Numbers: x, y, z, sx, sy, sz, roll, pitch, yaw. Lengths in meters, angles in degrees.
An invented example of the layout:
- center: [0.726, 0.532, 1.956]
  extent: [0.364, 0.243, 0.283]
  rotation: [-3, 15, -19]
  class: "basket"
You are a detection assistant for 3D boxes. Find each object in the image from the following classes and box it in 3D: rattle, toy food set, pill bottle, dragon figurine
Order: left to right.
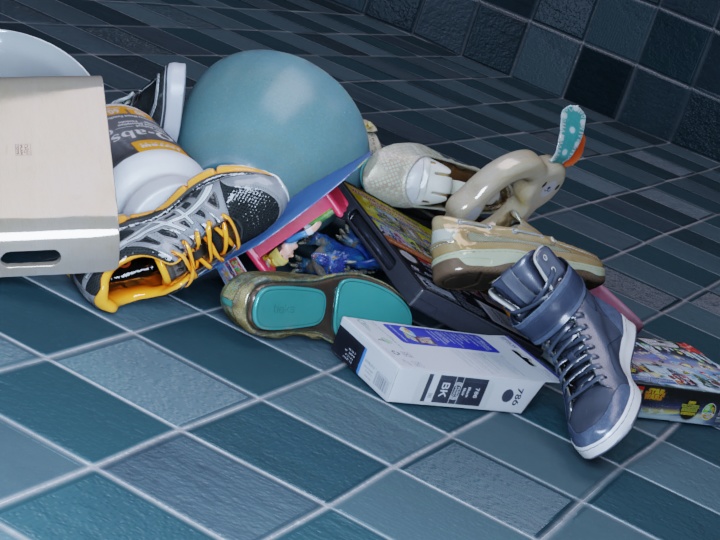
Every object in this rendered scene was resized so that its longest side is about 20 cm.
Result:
- center: [-0.280, -0.081, 1.432]
  extent: [0.143, 0.061, 0.201]
  rotation: [-2, 55, -14]
  class: "toy food set"
- center: [-0.201, -0.070, 1.576]
  extent: [0.116, 0.117, 0.200]
  rotation: [11, 17, -31]
  class: "pill bottle"
- center: [0.000, 0.000, 1.696]
  extent: [0.099, 0.059, 0.199]
  rotation: [32, 16, 35]
  class: "dragon figurine"
- center: [0.188, -0.060, 1.713]
  extent: [0.199, 0.131, 0.143]
  rotation: [-28, 45, -23]
  class: "rattle"

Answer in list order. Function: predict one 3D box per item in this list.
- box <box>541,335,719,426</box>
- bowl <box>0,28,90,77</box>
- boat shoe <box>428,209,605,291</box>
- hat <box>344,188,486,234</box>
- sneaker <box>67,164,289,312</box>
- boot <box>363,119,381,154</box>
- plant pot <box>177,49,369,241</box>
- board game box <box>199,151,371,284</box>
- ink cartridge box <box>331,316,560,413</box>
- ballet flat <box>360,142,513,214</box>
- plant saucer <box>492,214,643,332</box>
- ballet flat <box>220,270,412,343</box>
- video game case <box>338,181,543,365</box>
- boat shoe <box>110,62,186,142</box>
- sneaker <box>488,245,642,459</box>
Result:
- center: [0.298, 0.107, 1.741]
  extent: [0.199, 0.040, 0.137]
  rotation: [9, 17, -36]
  class: "box"
- center: [-0.331, -0.115, 1.540]
  extent: [0.200, 0.091, 0.202]
  rotation: [7, 53, -10]
  class: "bowl"
- center: [0.150, -0.021, 1.620]
  extent: [0.199, 0.077, 0.072]
  rotation: [7, -25, -38]
  class: "boat shoe"
- center: [0.036, -0.045, 1.871]
  extent: [0.199, 0.081, 0.201]
  rotation: [17, 6, -2]
  class: "hat"
- center: [-0.149, -0.021, 1.445]
  extent: [0.199, 0.079, 0.077]
  rotation: [-25, 40, -5]
  class: "sneaker"
- center: [-0.034, -0.144, 1.894]
  extent: [0.155, 0.073, 0.200]
  rotation: [7, -2, -35]
  class: "boot"
- center: [-0.105, -0.100, 1.709]
  extent: [0.199, 0.201, 0.135]
  rotation: [21, 36, 5]
  class: "plant pot"
- center: [-0.059, -0.035, 1.548]
  extent: [0.158, 0.200, 0.039]
  rotation: [-41, 99, -33]
  class: "board game box"
- center: [0.080, 0.086, 1.537]
  extent: [0.199, 0.039, 0.099]
  rotation: [7, 20, -36]
  class: "ink cartridge box"
- center: [0.084, -0.092, 1.756]
  extent: [0.062, 0.068, 0.199]
  rotation: [13, 6, 41]
  class: "ballet flat"
- center: [0.211, 0.013, 1.841]
  extent: [0.200, 0.051, 0.201]
  rotation: [40, 1, -1]
  class: "plant saucer"
- center: [-0.041, 0.031, 1.536]
  extent: [0.199, 0.071, 0.071]
  rotation: [6, 20, -42]
  class: "ballet flat"
- center: [0.072, 0.003, 1.675]
  extent: [0.200, 0.026, 0.181]
  rotation: [27, 20, -45]
  class: "video game case"
- center: [-0.220, -0.143, 1.720]
  extent: [0.068, 0.074, 0.199]
  rotation: [10, -26, -15]
  class: "boat shoe"
- center: [0.174, 0.065, 1.504]
  extent: [0.146, 0.077, 0.203]
  rotation: [43, 25, -17]
  class: "sneaker"
